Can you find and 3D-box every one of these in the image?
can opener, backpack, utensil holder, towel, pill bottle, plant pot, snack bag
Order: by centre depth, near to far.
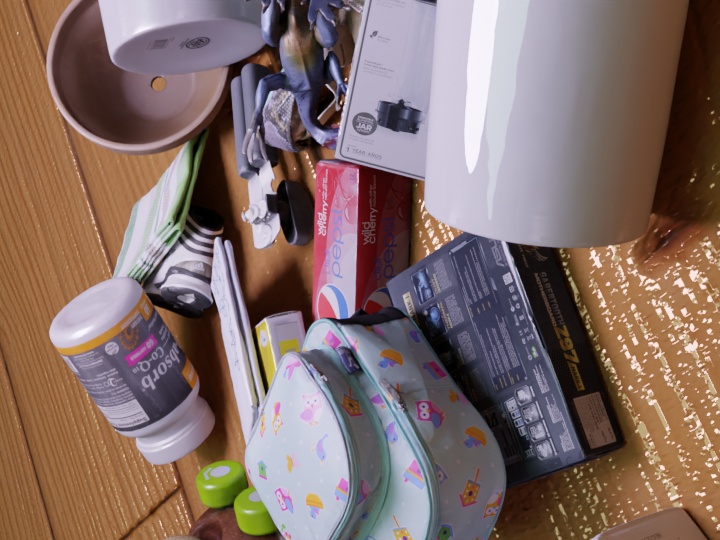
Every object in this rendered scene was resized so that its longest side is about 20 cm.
[{"bbox_3d":[0.128,-0.133,0.769,0.170,0.170,0.201,26,119,48],"label":"utensil holder"},{"bbox_3d":[0.011,0.150,0.908,0.200,0.153,0.176,47,130,29],"label":"backpack"},{"bbox_3d":[-0.182,-0.314,1.133,0.170,0.170,0.201,-19,80,53],"label":"utensil holder"},{"bbox_3d":[-0.095,-0.113,1.163,0.053,0.066,0.201,-35,59,49],"label":"can opener"},{"bbox_3d":[-0.126,0.091,1.180,0.200,0.021,0.189,105,152,-63],"label":"snack bag"},{"bbox_3d":[-0.233,-0.219,1.260,0.093,0.200,0.202,54,-158,-81],"label":"plant pot"},{"bbox_3d":[-0.254,0.116,1.304,0.116,0.116,0.200,7,133,52],"label":"pill bottle"},{"bbox_3d":[-0.235,-0.066,1.318,0.200,0.031,0.150,-42,34,51],"label":"towel"}]

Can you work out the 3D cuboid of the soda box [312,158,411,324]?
[{"bbox_3d":[0.000,0.000,1.045,0.070,0.063,0.201,16,109,51],"label":"soda box"}]

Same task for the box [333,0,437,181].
[{"bbox_3d":[0.057,-0.175,0.894,0.116,0.060,0.201,14,115,6],"label":"box"}]

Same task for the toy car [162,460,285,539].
[{"bbox_3d":[-0.169,0.322,1.184,0.158,0.200,0.165,16,123,51],"label":"toy car"}]

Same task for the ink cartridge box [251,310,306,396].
[{"bbox_3d":[-0.071,0.150,1.127,0.198,0.047,0.201,146,115,-74],"label":"ink cartridge box"}]

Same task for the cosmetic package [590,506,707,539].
[{"bbox_3d":[0.169,0.263,0.833,0.074,0.101,0.200,58,135,30],"label":"cosmetic package"}]

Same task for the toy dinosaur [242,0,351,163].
[{"bbox_3d":[-0.035,-0.187,1.007,0.182,0.105,0.201,74,-155,-71],"label":"toy dinosaur"}]

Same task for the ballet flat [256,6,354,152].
[{"bbox_3d":[-0.040,-0.195,1.077,0.072,0.072,0.201,51,133,35],"label":"ballet flat"}]

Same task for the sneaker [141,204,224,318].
[{"bbox_3d":[-0.196,-0.012,1.319,0.200,0.075,0.116,-16,55,66],"label":"sneaker"}]

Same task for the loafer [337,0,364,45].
[{"bbox_3d":[0.010,-0.238,0.981,0.067,0.076,0.201,-22,78,46],"label":"loafer"}]

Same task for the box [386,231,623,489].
[{"bbox_3d":[0.109,0.071,0.920,0.158,0.051,0.201,-35,69,50],"label":"box"}]
